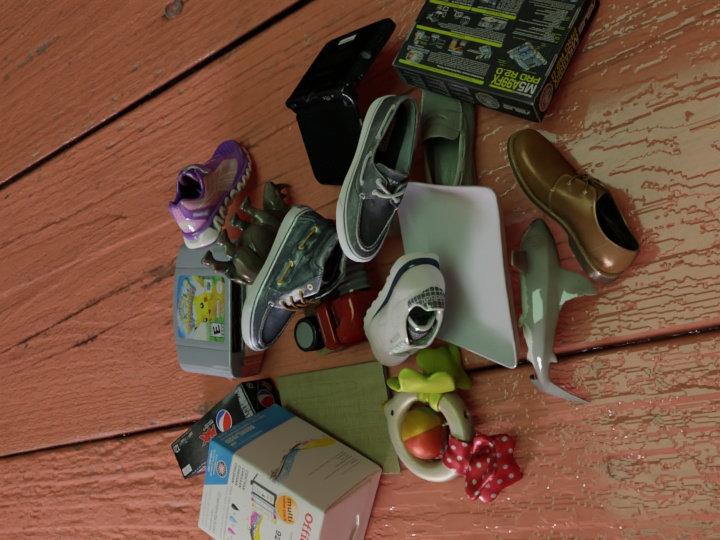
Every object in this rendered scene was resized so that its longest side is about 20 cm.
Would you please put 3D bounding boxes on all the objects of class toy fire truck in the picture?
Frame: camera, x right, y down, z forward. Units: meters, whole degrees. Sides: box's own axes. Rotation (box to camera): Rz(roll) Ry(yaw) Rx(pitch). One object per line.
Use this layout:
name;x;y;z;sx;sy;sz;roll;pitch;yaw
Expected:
toy fire truck;0.000;0.000;0.933;0.199;0.127;0.179;-28;74;42

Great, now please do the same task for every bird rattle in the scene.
bird rattle;0.106;0.201;0.881;0.162;0.112;0.202;-35;84;42

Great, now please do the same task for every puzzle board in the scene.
puzzle board;-0.033;0.218;1.005;0.197;0.017;0.154;-14;83;35

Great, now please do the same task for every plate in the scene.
plate;0.116;-0.006;0.813;0.199;0.032;0.204;18;122;60

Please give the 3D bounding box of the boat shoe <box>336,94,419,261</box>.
boat shoe;0.027;-0.108;0.823;0.067;0.071;0.204;17;91;62

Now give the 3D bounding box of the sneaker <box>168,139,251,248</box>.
sneaker;-0.232;-0.135;1.055;0.079;0.089;0.203;-9;48;31

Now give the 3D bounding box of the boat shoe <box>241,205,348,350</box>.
boat shoe;-0.083;0.025;0.883;0.090;0.070;0.204;30;104;33

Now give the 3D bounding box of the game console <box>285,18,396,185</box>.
game console;-0.013;-0.221;0.938;0.178;0.116;0.199;-57;27;-9

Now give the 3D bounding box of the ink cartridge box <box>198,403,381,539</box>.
ink cartridge box;-0.098;0.312;0.955;0.197;0.144;0.150;22;111;28

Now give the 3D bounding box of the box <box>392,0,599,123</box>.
box;0.157;-0.279;0.823;0.198;0.044;0.162;25;85;32

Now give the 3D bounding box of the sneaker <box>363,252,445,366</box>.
sneaker;0.054;0.069;0.845;0.202;0.075;0.082;104;154;-50

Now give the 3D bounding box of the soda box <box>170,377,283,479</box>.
soda box;-0.210;0.250;1.095;0.199;0.070;0.064;-41;67;28

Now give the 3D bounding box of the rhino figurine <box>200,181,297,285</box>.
rhino figurine;-0.145;-0.060;1.002;0.087;0.202;0.060;38;139;-13

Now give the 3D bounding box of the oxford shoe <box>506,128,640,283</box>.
oxford shoe;0.239;-0.087;0.768;0.201;0.071;0.072;55;155;14

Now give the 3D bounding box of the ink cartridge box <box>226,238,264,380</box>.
ink cartridge box;-0.196;0.052;1.087;0.115;0.067;0.204;23;105;33

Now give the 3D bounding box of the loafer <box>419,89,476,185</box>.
loafer;0.107;-0.170;0.872;0.069;0.069;0.205;-11;84;32

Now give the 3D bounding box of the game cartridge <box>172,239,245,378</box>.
game cartridge;-0.230;0.056;1.050;0.131;0.040;0.205;0;90;39

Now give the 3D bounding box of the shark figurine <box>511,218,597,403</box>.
shark figurine;0.218;0.046;0.768;0.088;0.128;0.220;-5;88;22
